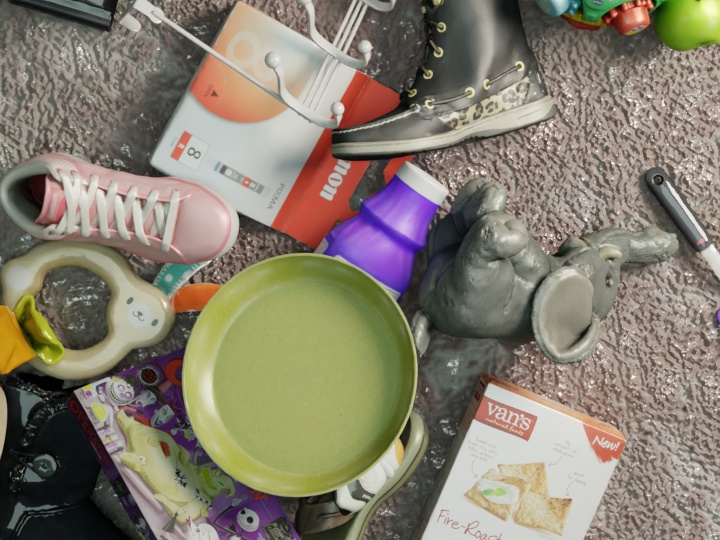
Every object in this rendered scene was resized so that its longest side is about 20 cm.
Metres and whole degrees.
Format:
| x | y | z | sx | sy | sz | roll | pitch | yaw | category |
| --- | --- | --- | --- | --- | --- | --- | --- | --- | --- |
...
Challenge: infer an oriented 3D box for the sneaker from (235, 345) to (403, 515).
| x | y | z | sx | sy | sz | roll | pitch | yaw | category |
| --- | --- | --- | --- | --- | --- | --- | --- | --- | --- |
| -0.064 | 0.133 | 1.412 | 0.200 | 0.076 | 0.088 | 29 | 74 | 21 | sneaker |

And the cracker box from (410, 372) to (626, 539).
| x | y | z | sx | sy | sz | roll | pitch | yaw | category |
| --- | --- | --- | --- | --- | --- | --- | --- | --- | --- |
| 0.132 | 0.208 | 1.466 | 0.134 | 0.058 | 0.200 | 22 | 95 | -4 | cracker box |

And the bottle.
| x | y | z | sx | sy | sz | roll | pitch | yaw | category |
| --- | --- | --- | --- | --- | --- | --- | --- | --- | --- |
| 0.000 | 0.000 | 1.428 | 0.083 | 0.065 | 0.200 | 31 | 99 | -21 | bottle |

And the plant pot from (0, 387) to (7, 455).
| x | y | z | sx | sy | sz | roll | pitch | yaw | category |
| --- | --- | --- | --- | --- | --- | --- | --- | --- | --- |
| -0.376 | 0.132 | 1.396 | 0.134 | 0.200 | 0.201 | 13 | 97 | -28 | plant pot |

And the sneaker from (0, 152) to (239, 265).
| x | y | z | sx | sy | sz | roll | pitch | yaw | category |
| --- | --- | --- | --- | --- | --- | --- | --- | --- | --- |
| -0.208 | -0.048 | 1.381 | 0.200 | 0.105 | 0.076 | 16 | 102 | 14 | sneaker |

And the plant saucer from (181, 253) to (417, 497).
| x | y | z | sx | sy | sz | roll | pitch | yaw | category |
| --- | --- | --- | --- | --- | --- | --- | --- | --- | --- |
| -0.048 | 0.087 | 1.372 | 0.199 | 0.031 | 0.201 | -2 | 80 | 13 | plant saucer |

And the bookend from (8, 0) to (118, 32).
| x | y | z | sx | sy | sz | roll | pitch | yaw | category |
| --- | --- | --- | --- | --- | --- | --- | --- | --- | --- |
| -0.227 | -0.301 | 1.329 | 0.092 | 0.199 | 0.201 | 16 | 97 | -5 | bookend |

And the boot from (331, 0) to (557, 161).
| x | y | z | sx | sy | sz | roll | pitch | yaw | category |
| --- | --- | --- | --- | --- | --- | --- | --- | --- | --- |
| 0.058 | -0.179 | 1.404 | 0.203 | 0.073 | 0.154 | -14 | 95 | -16 | boot |

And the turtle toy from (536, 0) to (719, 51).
| x | y | z | sx | sy | sz | roll | pitch | yaw | category |
| --- | --- | --- | --- | --- | --- | --- | --- | --- | --- |
| 0.220 | -0.246 | 1.385 | 0.199 | 0.146 | 0.101 | 15 | 118 | -2 | turtle toy |

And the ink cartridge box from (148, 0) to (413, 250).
| x | y | z | sx | sy | sz | roll | pitch | yaw | category |
| --- | --- | --- | --- | --- | --- | --- | --- | --- | --- |
| -0.059 | -0.113 | 1.430 | 0.200 | 0.050 | 0.162 | 29 | 96 | -1 | ink cartridge box |

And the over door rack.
| x | y | z | sx | sy | sz | roll | pitch | yaw | category |
| --- | --- | --- | --- | --- | --- | --- | --- | --- | --- |
| -0.078 | -0.224 | 1.364 | 0.200 | 0.067 | 0.148 | 27 | 61 | -7 | over door rack |

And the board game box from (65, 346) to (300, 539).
| x | y | z | sx | sy | sz | roll | pitch | yaw | category |
| --- | --- | --- | --- | --- | --- | --- | --- | --- | --- |
| -0.150 | 0.170 | 1.405 | 0.120 | 0.032 | 0.200 | -20 | 70 | -40 | board game box |

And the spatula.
| x | y | z | sx | sy | sz | roll | pitch | yaw | category |
| --- | --- | --- | --- | --- | --- | --- | --- | --- | --- |
| 0.313 | -0.008 | 1.463 | 0.056 | 0.021 | 0.200 | -35 | 95 | 4 | spatula |

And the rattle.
| x | y | z | sx | sy | sz | roll | pitch | yaw | category |
| --- | --- | --- | --- | --- | --- | --- | --- | --- | --- |
| -0.216 | 0.028 | 1.402 | 0.199 | 0.143 | 0.131 | 0 | 78 | 5 | rattle |

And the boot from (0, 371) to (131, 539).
| x | y | z | sx | sy | sz | roll | pitch | yaw | category |
| --- | --- | --- | --- | --- | --- | --- | --- | --- | --- |
| -0.238 | 0.191 | 1.446 | 0.200 | 0.076 | 0.169 | 21 | 100 | 3 | boot |

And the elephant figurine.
| x | y | z | sx | sy | sz | roll | pitch | yaw | category |
| --- | --- | --- | --- | --- | --- | --- | --- | --- | --- |
| 0.158 | 0.017 | 1.418 | 0.200 | 0.142 | 0.155 | 27 | 125 | -19 | elephant figurine |

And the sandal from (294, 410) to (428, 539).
| x | y | z | sx | sy | sz | roll | pitch | yaw | category |
| --- | --- | --- | --- | --- | --- | --- | --- | --- | --- |
| -0.021 | 0.198 | 1.448 | 0.057 | 0.080 | 0.201 | 39 | 85 | -33 | sandal |
